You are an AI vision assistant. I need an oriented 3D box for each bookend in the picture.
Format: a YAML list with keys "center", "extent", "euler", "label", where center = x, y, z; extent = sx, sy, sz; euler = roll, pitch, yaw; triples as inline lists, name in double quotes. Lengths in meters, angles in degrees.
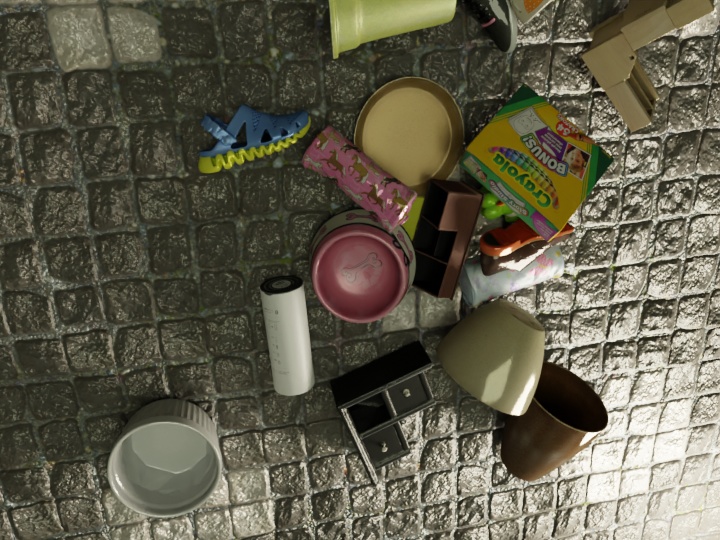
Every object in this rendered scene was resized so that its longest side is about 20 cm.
- center: [0.068, 0.278, 1.178]
  extent: [0.194, 0.092, 0.204]
  euler: [-23, 113, -3]
  label: "bookend"

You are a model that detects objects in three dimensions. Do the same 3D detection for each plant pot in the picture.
- center: [0.369, 0.324, 1.227]
  extent: [0.182, 0.189, 0.204]
  euler: [13, 121, -16]
  label: "plant pot"
- center: [0.082, -0.226, 1.036]
  extent: [0.194, 0.028, 0.206]
  euler: [-4, 110, -11]
  label: "plant pot"
- center: [0.040, -0.416, 0.853]
  extent: [0.178, 0.201, 0.206]
  euler: [-5, 111, -1]
  label: "plant pot"

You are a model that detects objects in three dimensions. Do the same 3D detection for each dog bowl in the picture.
- center: [0.000, 0.000, 1.048]
  extent: [0.194, 0.074, 0.206]
  euler: [2, 112, 5]
  label: "dog bowl"

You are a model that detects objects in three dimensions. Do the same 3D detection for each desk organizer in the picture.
- center: [0.143, -0.054, 1.067]
  extent: [0.075, 0.072, 0.205]
  euler: [1, 116, -28]
  label: "desk organizer"

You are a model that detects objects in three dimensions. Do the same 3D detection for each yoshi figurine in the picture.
- center: [0.285, -0.146, 1.087]
  extent: [0.196, 0.114, 0.113]
  euler: [-21, 154, -18]
  label: "yoshi figurine"

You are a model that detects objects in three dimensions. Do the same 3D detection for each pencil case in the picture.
- center: [0.280, 0.002, 1.128]
  extent: [0.195, 0.083, 0.093]
  euler: [-20, 114, -4]
  label: "pencil case"
- center: [0.000, -0.148, 0.986]
  extent: [0.198, 0.087, 0.084]
  euler: [37, 116, 3]
  label: "pencil case"

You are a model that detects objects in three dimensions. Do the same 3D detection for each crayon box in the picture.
- center: [0.291, -0.181, 1.000]
  extent: [0.199, 0.058, 0.173]
  euler: [41, 70, 6]
  label: "crayon box"

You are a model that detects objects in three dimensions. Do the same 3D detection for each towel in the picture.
- center: [0.061, -0.041, 1.091]
  extent: [0.084, 0.018, 0.205]
  euler: [2, 116, -19]
  label: "towel"

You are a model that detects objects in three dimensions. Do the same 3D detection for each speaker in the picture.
- center: [-0.131, 0.119, 1.087]
  extent: [0.079, 0.081, 0.206]
  euler: [-8, 111, -8]
  label: "speaker"

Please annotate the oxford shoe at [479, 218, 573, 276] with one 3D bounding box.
- center: [0.292, -0.045, 1.072]
  extent: [0.195, 0.071, 0.074]
  euler: [-15, 126, -19]
  label: "oxford shoe"

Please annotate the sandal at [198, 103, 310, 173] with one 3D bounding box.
- center: [-0.175, -0.223, 0.959]
  extent: [0.195, 0.080, 0.089]
  euler: [-19, 108, -6]
  label: "sandal"

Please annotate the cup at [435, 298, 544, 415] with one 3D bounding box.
- center: [0.257, 0.140, 1.105]
  extent: [0.197, 0.201, 0.145]
  euler: [25, 107, -19]
  label: "cup"

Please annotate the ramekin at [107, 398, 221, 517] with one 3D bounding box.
- center: [-0.352, 0.335, 1.106]
  extent: [0.194, 0.105, 0.206]
  euler: [-4, 110, -10]
  label: "ramekin"

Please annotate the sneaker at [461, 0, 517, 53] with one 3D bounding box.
- center: [0.175, -0.427, 0.949]
  extent: [0.098, 0.070, 0.204]
  euler: [-31, 107, -17]
  label: "sneaker"

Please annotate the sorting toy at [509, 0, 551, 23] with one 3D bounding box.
- center: [0.294, -0.516, 0.924]
  extent: [0.198, 0.107, 0.182]
  euler: [-33, 89, -22]
  label: "sorting toy"

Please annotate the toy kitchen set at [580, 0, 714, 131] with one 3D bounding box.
- center: [0.512, -0.387, 1.003]
  extent: [0.180, 0.198, 0.165]
  euler: [43, 56, -22]
  label: "toy kitchen set"
